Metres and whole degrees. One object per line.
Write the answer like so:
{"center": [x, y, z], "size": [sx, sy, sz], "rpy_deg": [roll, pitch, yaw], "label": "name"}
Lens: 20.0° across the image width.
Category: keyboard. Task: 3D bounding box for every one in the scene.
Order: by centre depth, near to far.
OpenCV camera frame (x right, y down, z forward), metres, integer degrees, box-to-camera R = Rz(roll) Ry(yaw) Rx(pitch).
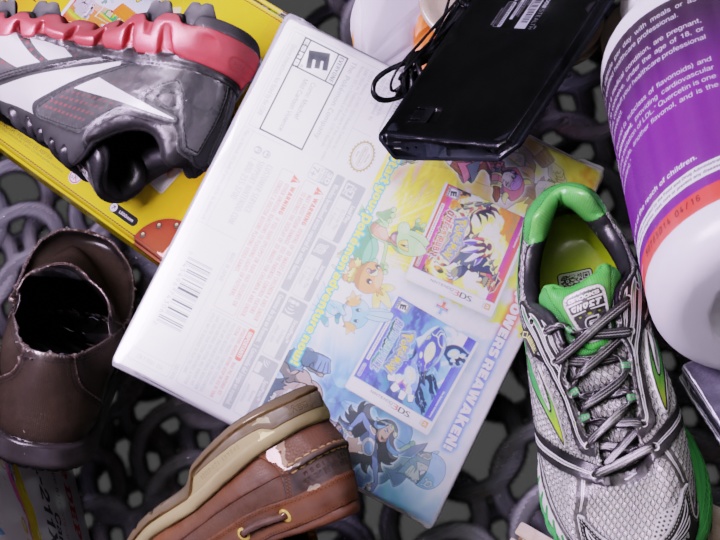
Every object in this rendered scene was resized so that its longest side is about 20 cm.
{"center": [0.080, -0.119, 1.012], "size": [0.103, 0.040, 0.201], "rpy_deg": [8, 50, 36], "label": "keyboard"}

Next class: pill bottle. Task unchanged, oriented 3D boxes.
{"center": [0.173, -0.060, 0.942], "size": [0.112, 0.113, 0.201], "rpy_deg": [-18, 48, 14], "label": "pill bottle"}

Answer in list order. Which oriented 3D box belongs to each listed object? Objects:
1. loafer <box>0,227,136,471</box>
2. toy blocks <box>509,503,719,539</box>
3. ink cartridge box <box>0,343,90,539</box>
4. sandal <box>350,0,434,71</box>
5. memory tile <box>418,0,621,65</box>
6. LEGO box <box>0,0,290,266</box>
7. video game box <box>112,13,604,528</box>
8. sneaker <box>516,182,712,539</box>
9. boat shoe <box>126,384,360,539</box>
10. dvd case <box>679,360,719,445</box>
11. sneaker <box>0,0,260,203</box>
{"center": [-0.148, 0.025, 1.062], "size": [0.072, 0.072, 0.201], "rpy_deg": [9, 28, -8], "label": "loafer"}
{"center": [0.114, 0.171, 0.946], "size": [0.136, 0.100, 0.201], "rpy_deg": [26, 79, 38], "label": "toy blocks"}
{"center": [-0.218, 0.100, 1.037], "size": [0.082, 0.200, 0.147], "rpy_deg": [-23, 64, 9], "label": "ink cartridge box"}
{"center": [0.031, -0.145, 1.107], "size": [0.078, 0.059, 0.209], "rpy_deg": [-7, 78, -7], "label": "sandal"}
{"center": [0.141, -0.168, 1.066], "size": [0.198, 0.017, 0.155], "rpy_deg": [16, 75, 11], "label": "memory tile"}
{"center": [-0.118, -0.098, 1.139], "size": [0.199, 0.077, 0.149], "rpy_deg": [34, 85, 29], "label": "LEGO box"}
{"center": [0.000, 0.000, 1.031], "size": [0.181, 0.047, 0.201], "rpy_deg": [27, 85, 6], "label": "video game box"}
{"center": [0.104, 0.051, 0.924], "size": [0.077, 0.085, 0.201], "rpy_deg": [-18, 56, 6], "label": "sneaker"}
{"center": [-0.060, 0.130, 0.988], "size": [0.072, 0.200, 0.068], "rpy_deg": [-23, 73, -37], "label": "boat shoe"}
{"center": [0.254, 0.100, 0.910], "size": [0.148, 0.016, 0.201], "rpy_deg": [-19, 61, -20], "label": "dvd case"}
{"center": [-0.149, -0.086, 1.061], "size": [0.199, 0.071, 0.099], "rpy_deg": [4, 76, 27], "label": "sneaker"}
